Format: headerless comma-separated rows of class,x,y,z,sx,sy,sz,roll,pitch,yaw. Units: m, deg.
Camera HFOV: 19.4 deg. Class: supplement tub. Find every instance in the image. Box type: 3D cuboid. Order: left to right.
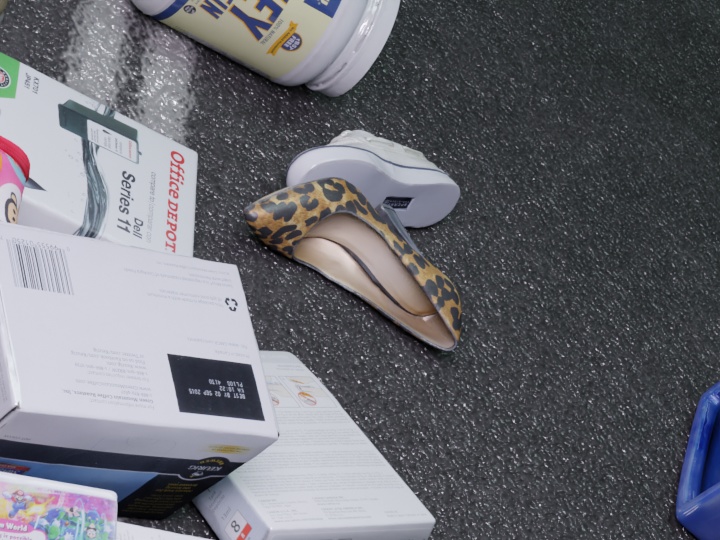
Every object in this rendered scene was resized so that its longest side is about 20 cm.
supplement tub,-0.081,-0.245,1.791,0.200,0.145,0.145,26,36,-25

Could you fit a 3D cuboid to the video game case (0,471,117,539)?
video game case,-0.235,0.189,1.172,0.200,0.024,0.182,12,50,-18

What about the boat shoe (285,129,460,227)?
boat shoe,0.001,-0.083,1.770,0.200,0.071,0.070,3,41,-48

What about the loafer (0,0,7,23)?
loafer,-0.328,-0.276,1.629,0.200,0.070,0.075,51,33,11

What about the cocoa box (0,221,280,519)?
cocoa box,-0.177,0.069,1.327,0.200,0.131,0.134,10,54,-41

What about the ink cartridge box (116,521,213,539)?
ink cartridge box,-0.150,0.210,1.282,0.200,0.050,0.109,16,42,-32

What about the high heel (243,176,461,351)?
high heel,0.000,0.000,1.666,0.200,0.071,0.143,6,45,-51

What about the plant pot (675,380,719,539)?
plant pot,0.409,0.168,1.811,0.180,0.200,0.200,44,31,-12

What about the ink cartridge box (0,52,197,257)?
ink cartridge box,-0.218,-0.056,1.482,0.200,0.083,0.147,26,36,-24

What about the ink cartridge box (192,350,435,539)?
ink cartridge box,-0.064,0.132,1.490,0.162,0.050,0.200,4,31,-44

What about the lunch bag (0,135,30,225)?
lunch bag,-0.309,-0.061,1.289,0.200,0.176,0.082,28,55,-33
